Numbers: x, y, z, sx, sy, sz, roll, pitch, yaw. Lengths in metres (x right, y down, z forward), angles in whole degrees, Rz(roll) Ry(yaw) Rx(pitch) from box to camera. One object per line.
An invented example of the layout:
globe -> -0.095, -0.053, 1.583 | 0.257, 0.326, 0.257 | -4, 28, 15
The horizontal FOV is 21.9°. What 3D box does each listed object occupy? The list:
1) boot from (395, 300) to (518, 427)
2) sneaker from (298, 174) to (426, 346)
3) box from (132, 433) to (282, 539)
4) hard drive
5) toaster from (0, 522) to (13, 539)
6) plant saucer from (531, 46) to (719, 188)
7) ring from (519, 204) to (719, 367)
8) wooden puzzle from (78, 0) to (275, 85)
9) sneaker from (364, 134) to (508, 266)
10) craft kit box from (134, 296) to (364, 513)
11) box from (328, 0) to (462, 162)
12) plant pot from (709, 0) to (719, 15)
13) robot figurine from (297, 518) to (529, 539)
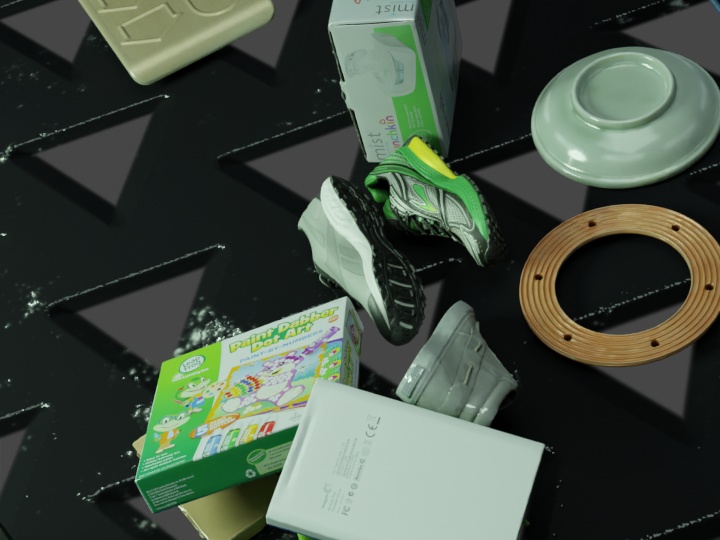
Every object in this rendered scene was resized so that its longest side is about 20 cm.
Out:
boot -> 0.099, 0.095, 1.702 | 0.095, 0.074, 0.200 | 31, 23, 4
sneaker -> 0.000, 0.000, 1.842 | 0.079, 0.074, 0.200 | -45, 52, 23
box -> -0.094, 0.159, 1.751 | 0.200, 0.021, 0.163 | -35, 49, -14
hard drive -> 0.038, 0.176, 1.536 | 0.200, 0.025, 0.132 | 16, 64, 9
toaster -> -0.391, 0.273, 1.629 | 0.200, 0.181, 0.119 | -5, 52, 12
plant saucer -> 0.273, -0.173, 1.922 | 0.200, 0.050, 0.200 | -8, 48, 9
ring -> 0.252, 0.016, 1.785 | 0.200, 0.019, 0.201 | -7, 48, 8
wooden puzzle -> -0.218, -0.310, 2.181 | 0.185, 0.046, 0.200 | -29, 53, -10
sneaker -> 0.077, -0.055, 1.866 | 0.085, 0.078, 0.200 | -37, 41, -8
craft kit box -> -0.097, 0.119, 1.695 | 0.200, 0.049, 0.198 | -20, 24, 12
box -> 0.038, -0.244, 1.947 | 0.096, 0.200, 0.177 | -2, 48, 13
plant pot -> 0.462, -0.311, 1.904 | 0.200, 0.180, 0.200 | -23, 49, -5
robot figurine -> 0.046, 0.204, 1.609 | 0.200, 0.116, 0.176 | -9, 42, 7
